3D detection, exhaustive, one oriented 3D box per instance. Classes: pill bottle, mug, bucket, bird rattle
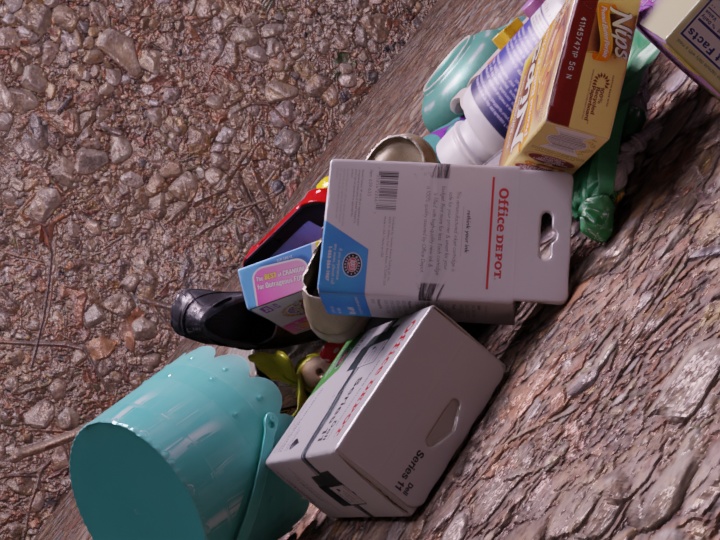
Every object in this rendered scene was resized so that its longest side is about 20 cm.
[{"bbox_3d":[0.169,-0.161,1.344,0.200,0.119,0.120,-47,11,24],"label":"pill bottle"},{"bbox_3d":[0.148,-0.219,1.666,0.152,0.114,0.186,-44,12,37],"label":"mug"},{"bbox_3d":[-0.156,0.188,1.260,0.134,0.208,0.207,-31,-7,-44],"label":"bucket"},{"bbox_3d":[-0.014,0.078,1.411,0.200,0.113,0.163,-39,-1,41],"label":"bird rattle"}]

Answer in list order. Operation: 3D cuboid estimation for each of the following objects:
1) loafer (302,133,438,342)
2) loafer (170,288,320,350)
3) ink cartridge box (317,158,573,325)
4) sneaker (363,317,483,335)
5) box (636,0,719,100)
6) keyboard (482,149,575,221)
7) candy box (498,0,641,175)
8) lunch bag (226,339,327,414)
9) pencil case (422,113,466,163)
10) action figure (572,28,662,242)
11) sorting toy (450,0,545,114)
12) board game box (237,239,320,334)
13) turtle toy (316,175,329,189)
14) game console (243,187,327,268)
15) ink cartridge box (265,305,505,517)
[{"bbox_3d":[0.009,-0.035,1.211,0.202,0.075,0.068,-66,-23,-13],"label":"loafer"},{"bbox_3d":[-0.102,0.054,1.438,0.070,0.199,0.069,21,103,48],"label":"loafer"},{"bbox_3d":[0.070,-0.021,1.127,0.067,0.197,0.118,73,-158,-70],"label":"ink cartridge box"},{"bbox_3d":[0.062,0.044,1.241,0.200,0.076,0.091,-47,14,32],"label":"sneaker"},{"bbox_3d":[0.304,-0.222,1.006,0.200,0.096,0.176,-49,10,13],"label":"box"},{"bbox_3d":[0.163,-0.085,1.248,0.199,0.021,0.128,-39,35,25],"label":"keyboard"},{"bbox_3d":[0.164,-0.140,1.121,0.200,0.055,0.117,122,164,-79],"label":"candy box"},{"bbox_3d":[-0.092,0.104,1.602,0.164,0.117,0.201,-44,8,50],"label":"lunch bag"},{"bbox_3d":[0.067,-0.094,1.507,0.199,0.086,0.092,-33,29,-25],"label":"pencil case"},{"bbox_3d":[0.208,-0.107,1.130,0.202,0.054,0.118,-69,8,-30],"label":"action figure"},{"bbox_3d":[0.176,-0.222,1.480,0.179,0.107,0.200,-38,10,0],"label":"sorting toy"},{"bbox_3d":[0.000,0.000,1.325,0.197,0.041,0.153,-20,-15,9],"label":"board game box"},{"bbox_3d":[0.014,-0.043,1.649,0.100,0.147,0.200,-26,17,14],"label":"turtle toy"},{"bbox_3d":[-0.018,-0.001,1.468,0.200,0.176,0.031,-38,24,53],"label":"game console"},{"bbox_3d":[0.016,0.120,1.135,0.147,0.083,0.200,-55,10,-20],"label":"ink cartridge box"}]
